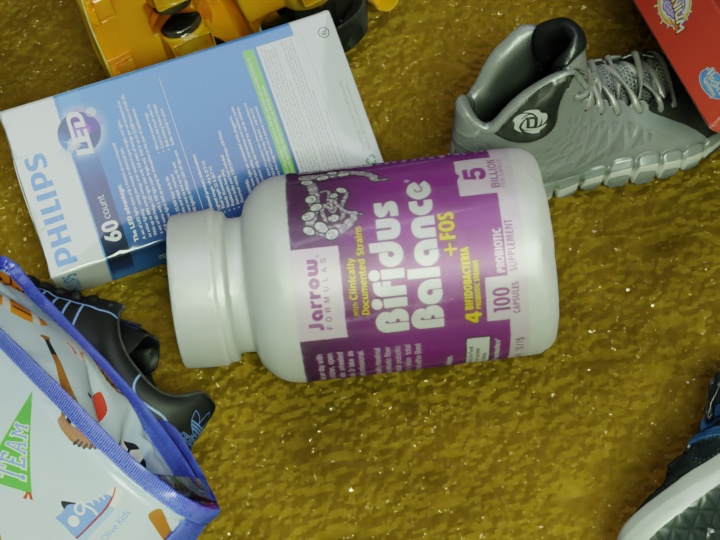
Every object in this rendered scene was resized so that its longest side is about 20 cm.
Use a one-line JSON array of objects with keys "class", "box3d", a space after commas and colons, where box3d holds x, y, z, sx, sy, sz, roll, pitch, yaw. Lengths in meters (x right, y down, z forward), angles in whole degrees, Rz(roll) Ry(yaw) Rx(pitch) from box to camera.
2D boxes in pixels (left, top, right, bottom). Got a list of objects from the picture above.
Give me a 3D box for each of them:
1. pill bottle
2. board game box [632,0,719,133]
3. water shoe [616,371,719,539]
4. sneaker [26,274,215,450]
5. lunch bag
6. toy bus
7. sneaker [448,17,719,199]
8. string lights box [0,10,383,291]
[{"class": "pill bottle", "box3d": [0.000, 0.000, 0.824, 0.198, 0.113, 0.113, -7, 54, 0]}, {"class": "board game box", "box3d": [0.219, -0.148, 0.901, 0.152, 0.040, 0.201, 14, 42, -40]}, {"class": "water shoe", "box3d": [0.200, 0.092, 0.782, 0.199, 0.072, 0.079, -31, 30, -15]}, {"class": "sneaker", "box3d": [-0.162, 0.039, 0.832, 0.078, 0.070, 0.200, -44, 70, -9]}, {"class": "lunch bag", "box3d": [-0.180, 0.107, 0.723, 0.200, 0.124, 0.170, 41, 95, 22]}, {"class": "toy bus", "box3d": [-0.102, -0.212, 0.985, 0.199, 0.136, 0.192, -29, 44, -12]}, {"class": "sneaker", "box3d": [0.142, -0.104, 0.885, 0.199, 0.116, 0.075, -22, 55, -10]}, {"class": "string lights box", "box3d": [-0.096, -0.067, 0.892, 0.199, 0.059, 0.104, -18, 80, -8]}]
